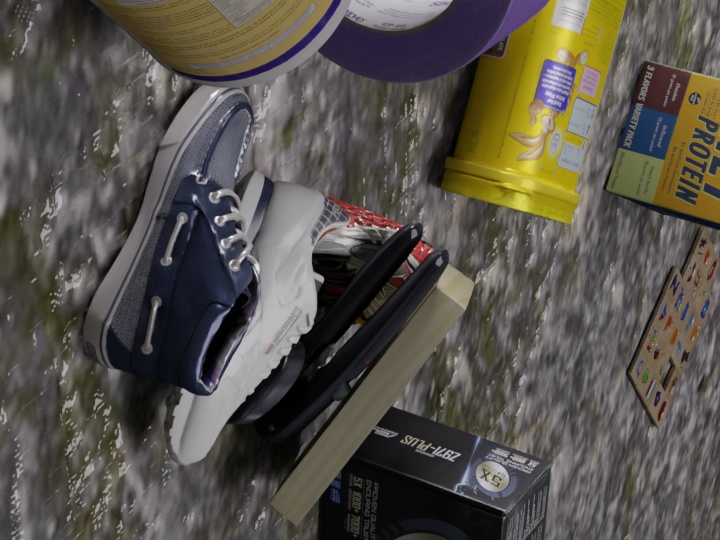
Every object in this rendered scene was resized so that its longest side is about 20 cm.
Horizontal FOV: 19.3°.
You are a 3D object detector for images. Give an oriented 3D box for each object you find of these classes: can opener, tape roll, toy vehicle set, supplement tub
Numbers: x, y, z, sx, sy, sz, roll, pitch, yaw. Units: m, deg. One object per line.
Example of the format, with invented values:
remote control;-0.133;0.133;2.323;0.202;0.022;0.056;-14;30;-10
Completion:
can opener;-0.012;0.049;1.484;0.200;0.063;0.079;-42;178;17
tape roll;0.030;-0.224;1.318;0.085;0.199;0.201;-39;139;-49
toy vehicle set;0.010;0.088;1.543;0.200;0.026;0.124;-53;180;11
supplement tub;-0.097;-0.198;1.146;0.146;0.145;0.200;-68;154;-9

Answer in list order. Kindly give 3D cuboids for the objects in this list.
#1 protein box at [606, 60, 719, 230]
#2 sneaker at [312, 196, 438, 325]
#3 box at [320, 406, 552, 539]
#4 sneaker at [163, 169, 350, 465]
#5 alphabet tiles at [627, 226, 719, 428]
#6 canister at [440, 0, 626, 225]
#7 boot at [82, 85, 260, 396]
protein box;0.380;-0.103;2.087;0.198;0.199;0.136;13;94;-64
sneaker;0.000;0.000;1.542;0.200;0.078;0.082;31;80;-63
box;0.056;0.231;1.701;0.086;0.163;0.201;-37;138;-51
sneaker;-0.072;0.038;1.394;0.201;0.080;0.076;-70;-164;0
alphabet tiles;0.353;0.058;2.358;0.201;0.008;0.167;-65;153;-16
canister;0.145;-0.148;1.728;0.148;0.086;0.201;11;95;-64
boot;-0.092;-0.020;1.331;0.201;0.090;0.073;-67;154;-10
